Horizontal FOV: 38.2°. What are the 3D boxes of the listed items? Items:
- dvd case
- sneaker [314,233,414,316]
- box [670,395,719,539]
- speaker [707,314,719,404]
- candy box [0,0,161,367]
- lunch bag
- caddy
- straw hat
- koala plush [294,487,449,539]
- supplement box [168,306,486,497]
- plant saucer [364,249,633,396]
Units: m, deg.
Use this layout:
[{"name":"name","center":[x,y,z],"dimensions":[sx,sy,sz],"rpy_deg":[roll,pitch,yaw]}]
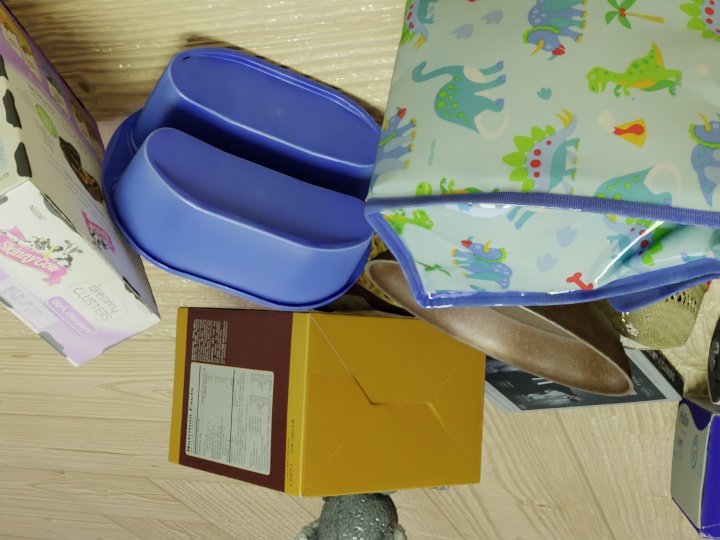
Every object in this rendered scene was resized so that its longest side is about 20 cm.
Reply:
[{"name":"dvd case","center":[0.192,0.095,1.009],"dimensions":[0.197,0.025,0.150],"rpy_deg":[-10,146,36]},{"name":"sneaker","center":[0.000,0.000,0.872],"dimensions":[0.196,0.076,0.090],"rpy_deg":[12,166,7]},{"name":"box","center":[0.391,0.183,0.931],"dimensions":[0.196,0.107,0.184],"rpy_deg":[7,179,10]},{"name":"speaker","center":[0.390,0.085,0.853],"dimensions":[0.196,0.083,0.082],"rpy_deg":[9,152,6]},{"name":"candy box","center":[-0.219,-0.065,0.682],"dimensions":[0.071,0.202,0.168],"rpy_deg":[-27,145,1]},{"name":"lunch bag","center":[0.119,-0.076,0.564],"dimensions":[0.196,0.173,0.128],"rpy_deg":[-4,149,24]},{"name":"caddy","center":[-0.075,-0.057,0.709],"dimensions":[0.197,0.144,0.105],"rpy_deg":[20,146,-15]},{"name":"straw hat","center":[0.192,0.010,0.727],"dimensions":[0.197,0.087,0.201],"rpy_deg":[17,170,3]},{"name":"koala plush","center":[-0.001,0.262,1.191],"dimensions":[0.174,0.204,0.184],"rpy_deg":[-4,152,28]},{"name":"supplement box","center":[-0.030,0.104,0.886],"dimensions":[0.195,0.136,0.198],"rpy_deg":[5,176,-40]},{"name":"plant saucer","center":[0.098,0.026,0.710],"dimensions":[0.197,0.037,0.201],"rpy_deg":[25,170,5]}]
